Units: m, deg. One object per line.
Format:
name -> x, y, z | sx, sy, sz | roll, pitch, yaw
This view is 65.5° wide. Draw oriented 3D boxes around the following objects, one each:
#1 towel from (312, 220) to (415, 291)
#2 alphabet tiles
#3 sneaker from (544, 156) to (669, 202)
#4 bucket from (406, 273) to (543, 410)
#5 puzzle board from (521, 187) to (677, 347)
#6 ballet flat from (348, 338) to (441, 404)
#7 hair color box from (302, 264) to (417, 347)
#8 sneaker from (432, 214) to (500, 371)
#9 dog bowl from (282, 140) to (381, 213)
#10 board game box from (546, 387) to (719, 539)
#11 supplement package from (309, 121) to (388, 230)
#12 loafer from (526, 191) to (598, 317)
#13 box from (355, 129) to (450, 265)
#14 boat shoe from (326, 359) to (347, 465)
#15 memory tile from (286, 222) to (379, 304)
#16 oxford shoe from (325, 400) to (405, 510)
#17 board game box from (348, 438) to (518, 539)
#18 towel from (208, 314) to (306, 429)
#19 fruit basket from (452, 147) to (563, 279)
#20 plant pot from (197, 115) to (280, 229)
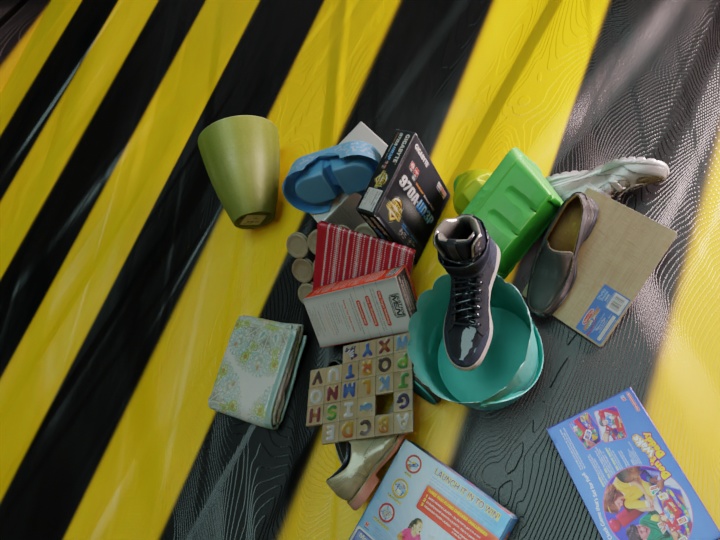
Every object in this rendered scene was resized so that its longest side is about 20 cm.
towel -> 0.000, 0.000, 1.025 | 0.196, 0.022, 0.148 | 18, 117, 20
alphabet tiles -> -0.003, 0.197, 0.932 | 0.196, 0.008, 0.170 | -15, 53, 23
sneaker -> 0.402, -0.129, 0.925 | 0.196, 0.074, 0.084 | -11, 78, 29
bucket -> 0.183, 0.116, 0.877 | 0.203, 0.135, 0.212 | -11, 64, 23
puzzle board -> 0.368, -0.007, 0.879 | 0.150, 0.017, 0.203 | 37, 103, 31
ballet flat -> 0.066, 0.157, 0.968 | 0.197, 0.068, 0.076 | 19, 61, 35
hair color box -> 0.003, 0.066, 0.999 | 0.196, 0.061, 0.104 | -13, 103, 30
sneaker -> 0.140, 0.023, 0.774 | 0.075, 0.146, 0.207 | 2, 69, 27
dog bowl -> -0.046, -0.170, 1.010 | 0.196, 0.112, 0.050 | -12, 51, 20
board game box -> 0.362, 0.284, 0.760 | 0.133, 0.045, 0.203 | -29, 57, 13
supplement package -> -0.015, -0.169, 1.123 | 0.200, 0.117, 0.117 | -44, 56, 3
loafer -> 0.304, -0.026, 0.871 | 0.072, 0.072, 0.204 | 20, 94, 33
box -> 0.082, -0.124, 1.002 | 0.045, 0.200, 0.161 | 20, 76, 34
boat shoe -> -0.028, 0.252, 0.973 | 0.067, 0.057, 0.204 | -21, 59, 17
memory tile -> -0.046, -0.009, 1.071 | 0.196, 0.017, 0.157 | -5, 109, 25
oxford shoe -> 0.020, 0.277, 0.905 | 0.073, 0.071, 0.202 | 34, 69, 0
board game box -> 0.102, 0.397, 0.839 | 0.198, 0.056, 0.198 | 28, 82, 34
towel -> -0.201, 0.192, 1.101 | 0.168, 0.048, 0.204 | 6, 71, 33
fruit basket -> 0.214, -0.113, 0.949 | 0.212, 0.154, 0.222 | -5, 81, 35
plant pot -> -0.253, -0.204, 1.248 | 0.184, 0.187, 0.205 | -19, 75, 18
